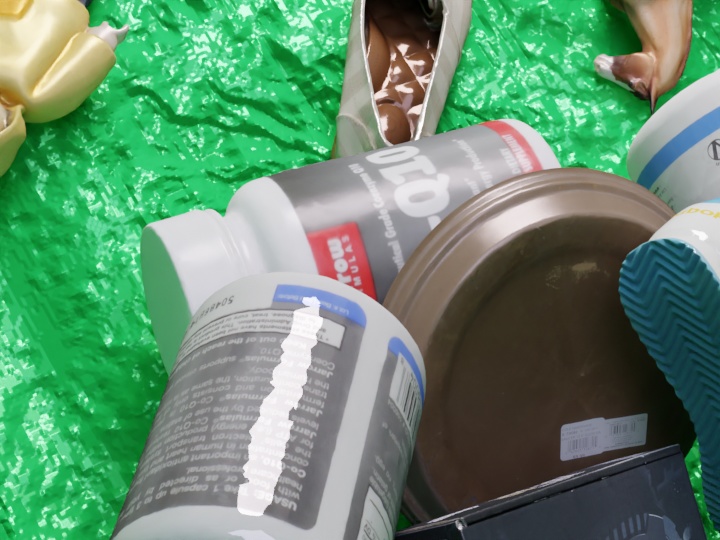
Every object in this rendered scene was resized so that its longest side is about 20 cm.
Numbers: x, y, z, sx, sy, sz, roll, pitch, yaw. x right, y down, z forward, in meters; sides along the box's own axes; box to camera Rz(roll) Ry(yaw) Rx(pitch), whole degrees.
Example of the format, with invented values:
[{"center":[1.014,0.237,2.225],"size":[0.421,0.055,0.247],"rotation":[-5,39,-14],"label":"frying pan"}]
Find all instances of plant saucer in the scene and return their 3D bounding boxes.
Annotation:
[{"center":[0.095,0.051,0.898],"size":[0.199,0.029,0.201],"rotation":[-8,108,-24],"label":"plant saucer"}]

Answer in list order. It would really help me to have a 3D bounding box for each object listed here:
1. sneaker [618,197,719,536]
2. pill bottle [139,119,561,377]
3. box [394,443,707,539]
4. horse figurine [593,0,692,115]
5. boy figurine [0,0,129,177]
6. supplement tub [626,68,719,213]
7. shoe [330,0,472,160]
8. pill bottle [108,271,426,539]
[{"center":[0.195,0.061,0.873],"size":[0.081,0.076,0.201],"rotation":[-35,108,-43],"label":"sneaker"},{"center":[0.000,0.000,0.924],"size":[0.199,0.114,0.114],"rotation":[-15,69,-18],"label":"pill bottle"},{"center":[0.108,0.192,0.830],"size":[0.160,0.043,0.201],"rotation":[-10,82,-44],"label":"box"},{"center":[0.168,-0.203,1.091],"size":[0.132,0.050,0.200],"rotation":[32,65,11],"label":"horse figurine"},{"center":[-0.189,-0.127,0.975],"size":[0.124,0.064,0.201],"rotation":[22,60,-4],"label":"boy figurine"},{"center":[0.236,-0.005,0.966],"size":[0.131,0.132,0.201],"rotation":[-19,70,-19],"label":"supplement tub"},{"center":[0.028,-0.132,1.025],"size":[0.070,0.053,0.201],"rotation":[13,63,-6],"label":"shoe"},{"center":[-0.042,0.106,0.768],"size":[0.113,0.114,0.200],"rotation":[18,43,-2],"label":"pill bottle"}]
